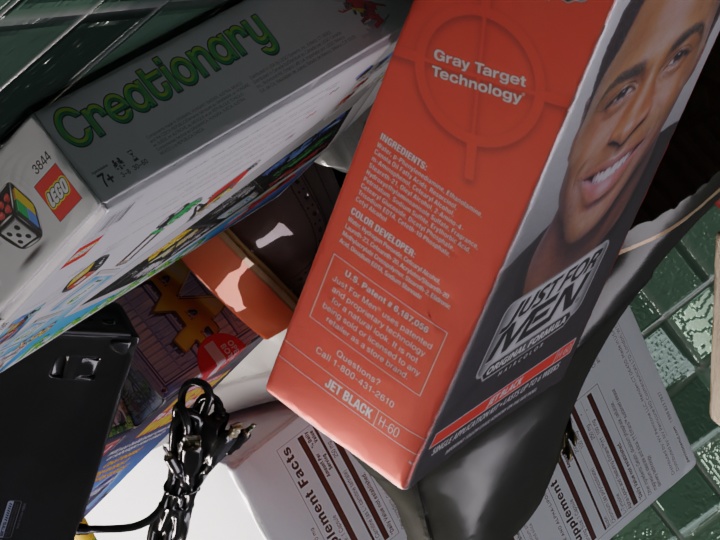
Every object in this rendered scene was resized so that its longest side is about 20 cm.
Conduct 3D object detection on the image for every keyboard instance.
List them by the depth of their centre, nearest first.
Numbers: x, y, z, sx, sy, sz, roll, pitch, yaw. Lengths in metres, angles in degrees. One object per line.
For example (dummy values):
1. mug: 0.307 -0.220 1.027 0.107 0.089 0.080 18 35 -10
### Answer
1. keyboard: -0.110 0.083 1.001 0.126 0.021 0.201 4 135 -20

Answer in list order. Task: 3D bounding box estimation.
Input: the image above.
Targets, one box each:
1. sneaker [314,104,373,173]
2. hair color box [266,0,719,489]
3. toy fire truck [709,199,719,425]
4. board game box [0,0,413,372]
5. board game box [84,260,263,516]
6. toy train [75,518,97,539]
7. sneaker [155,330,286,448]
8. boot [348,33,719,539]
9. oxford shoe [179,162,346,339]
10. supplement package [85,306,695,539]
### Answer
1. sneaker: 0.055 -0.088 1.022 0.199 0.079 0.077 -29 -167 -25
2. hair color box: 0.049 -0.041 0.899 0.101 0.061 0.201 -31 149 -50
3. toy fire truck: 0.098 -0.026 1.168 0.176 0.200 0.129 -36 176 -30
4. board game box: -0.055 -0.032 0.866 0.126 0.035 0.200 -42 175 40
5. board game box: -0.132 0.064 1.111 0.200 0.062 0.200 -43 172 21
6. toy train: -0.108 0.152 1.435 0.084 0.200 0.116 -37 172 -7
7. sneaker: -0.077 0.018 1.204 0.199 0.085 0.073 -20 -151 21
8. boot: 0.074 0.014 1.074 0.199 0.078 0.139 -35 142 -9
9. oxford shoe: 0.000 0.000 1.072 0.072 0.071 0.200 -42 150 6
10. supplement package: -0.002 0.071 1.313 0.200 0.148 0.191 -37 -155 -24
